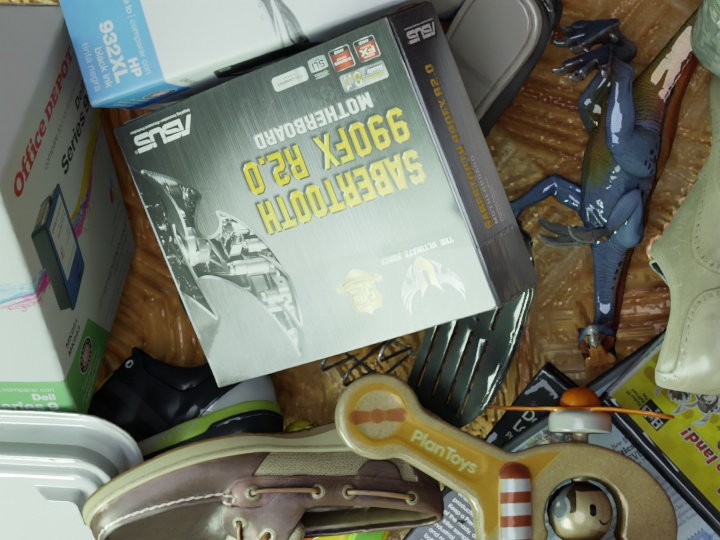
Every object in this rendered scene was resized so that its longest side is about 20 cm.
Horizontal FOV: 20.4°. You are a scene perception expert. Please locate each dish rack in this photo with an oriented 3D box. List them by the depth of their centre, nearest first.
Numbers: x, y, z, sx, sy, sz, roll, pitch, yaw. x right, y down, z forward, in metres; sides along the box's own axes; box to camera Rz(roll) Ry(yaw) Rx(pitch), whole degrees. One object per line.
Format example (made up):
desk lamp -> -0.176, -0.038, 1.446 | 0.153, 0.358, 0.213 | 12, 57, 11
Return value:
dish rack -> 0.000, 0.000, 1.132 | 0.200, 0.055, 0.154 | 32, 124, 23
dish rack -> -0.201, 0.160, 1.180 | 0.171, 0.044, 0.200 | 1, 137, 10

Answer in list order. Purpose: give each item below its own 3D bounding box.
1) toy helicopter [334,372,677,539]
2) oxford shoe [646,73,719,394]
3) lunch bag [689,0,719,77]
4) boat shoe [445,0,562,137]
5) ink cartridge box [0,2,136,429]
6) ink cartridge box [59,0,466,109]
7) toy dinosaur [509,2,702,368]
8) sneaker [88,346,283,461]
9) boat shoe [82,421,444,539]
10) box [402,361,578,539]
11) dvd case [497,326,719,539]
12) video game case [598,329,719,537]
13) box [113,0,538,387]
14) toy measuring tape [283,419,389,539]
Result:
toy helicopter -> 0.081, 0.107, 1.083 | 0.200, 0.079, 0.133 | 29, 84, -3
oxford shoe -> 0.191, -0.028, 1.093 | 0.075, 0.070, 0.201 | -5, 62, 22
lunch bag -> 0.281, -0.151, 1.019 | 0.200, 0.168, 0.140 | 31, 70, 6
boat shoe -> 0.048, -0.088, 1.147 | 0.067, 0.057, 0.200 | 47, 120, 12
ink cartridge box -> -0.197, -0.029, 1.113 | 0.087, 0.146, 0.200 | 1, 137, 11
ink cartridge box -> -0.048, -0.156, 1.110 | 0.199, 0.145, 0.084 | -17, 89, 13
toy dinosaur -> 0.151, -0.042, 1.124 | 0.199, 0.105, 0.182 | -19, 114, 1
sneaker -> -0.137, 0.091, 1.215 | 0.199, 0.072, 0.083 | -15, 70, 12
boat shoe -> -0.050, 0.133, 1.105 | 0.199, 0.072, 0.072 | -8, 63, -14
box -> 0.104, 0.174, 1.184 | 0.143, 0.036, 0.200 | 39, 104, 3
dvd case -> 0.176, 0.153, 1.134 | 0.142, 0.018, 0.200 | -34, 87, -1
video game case -> 0.263, 0.084, 1.119 | 0.181, 0.026, 0.200 | -43, 88, -5
box -> -0.022, -0.036, 1.071 | 0.200, 0.048, 0.159 | -17, 97, 37
toy measuring tape -> -0.007, 0.173, 1.161 | 0.073, 0.074, 0.201 | -24, 61, 13
